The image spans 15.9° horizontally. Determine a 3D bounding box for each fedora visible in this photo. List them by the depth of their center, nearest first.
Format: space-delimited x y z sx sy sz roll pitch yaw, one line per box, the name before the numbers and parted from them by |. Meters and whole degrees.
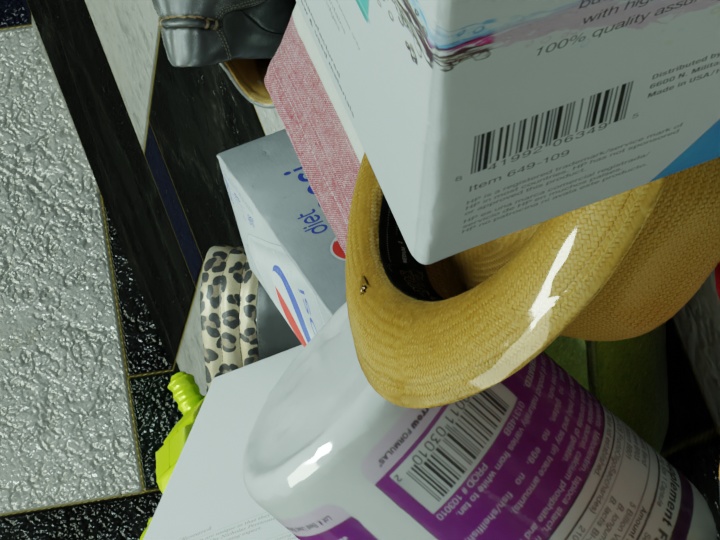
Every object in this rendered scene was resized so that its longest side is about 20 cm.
fedora | 0.071 -0.033 0.857 0.201 0.081 0.202 -45 34 42

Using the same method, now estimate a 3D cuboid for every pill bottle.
pill bottle | 0.062 0.098 0.967 0.200 0.112 0.112 41 178 -16

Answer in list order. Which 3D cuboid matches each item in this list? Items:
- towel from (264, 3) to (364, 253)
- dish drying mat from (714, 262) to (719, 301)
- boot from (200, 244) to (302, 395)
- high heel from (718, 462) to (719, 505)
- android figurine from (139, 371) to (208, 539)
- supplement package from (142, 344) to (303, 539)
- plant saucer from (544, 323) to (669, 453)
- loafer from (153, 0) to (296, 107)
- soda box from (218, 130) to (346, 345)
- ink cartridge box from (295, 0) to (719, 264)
towel | 0.023 -0.105 0.996 0.201 0.023 0.145 -64 37 37
dish drying mat | 0.165 0.081 0.852 0.077 0.018 0.201 123 126 -77
boot | 0.006 0.066 1.283 0.073 0.149 0.201 -69 -25 -49
high heel | 0.121 0.171 0.909 0.071 0.142 0.201 -170 60 -79
android figurine | -0.032 0.133 1.319 0.041 0.181 0.201 -44 70 44
supplement package | -0.013 0.127 1.161 0.122 0.119 0.200 58 -155 -22
plant saucer | 0.075 -0.019 1.061 0.200 0.048 0.201 81 165 -49
loafer | -0.044 -0.112 1.206 0.200 0.072 0.073 18 -104 -61
soda box | 0.000 0.000 1.124 0.200 0.068 0.064 -128 20 -60
ink cartridge box | 0.056 -0.126 0.650 0.200 0.146 0.147 93 155 -65
